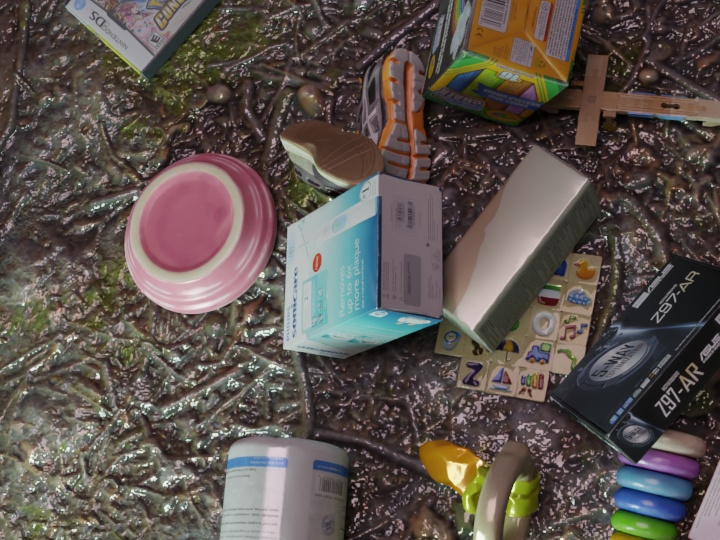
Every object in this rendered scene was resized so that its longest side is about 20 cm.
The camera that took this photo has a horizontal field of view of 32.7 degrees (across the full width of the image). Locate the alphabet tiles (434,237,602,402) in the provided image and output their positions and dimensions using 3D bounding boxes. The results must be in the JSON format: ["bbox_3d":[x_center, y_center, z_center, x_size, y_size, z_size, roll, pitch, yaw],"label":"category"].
[{"bbox_3d":[0.171,0.038,1.336,0.165,0.006,0.202,7,75,22],"label":"alphabet tiles"}]

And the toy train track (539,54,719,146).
[{"bbox_3d":[0.297,-0.177,1.351,0.198,0.033,0.116,7,68,15],"label":"toy train track"}]

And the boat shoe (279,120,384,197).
[{"bbox_3d":[-0.027,-0.117,1.389,0.072,0.065,0.200,-30,33,-19],"label":"boat shoe"}]

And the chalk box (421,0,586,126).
[{"bbox_3d":[0.149,-0.245,1.354,0.123,0.200,0.126,15,78,-10],"label":"chalk box"}]

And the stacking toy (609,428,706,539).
[{"bbox_3d":[0.278,0.254,1.194,0.085,0.085,0.202,10,83,22],"label":"stacking toy"}]

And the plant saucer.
[{"bbox_3d":[-0.199,-0.051,1.472,0.199,0.051,0.202,-6,70,18],"label":"plant saucer"}]

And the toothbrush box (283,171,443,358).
[{"bbox_3d":[0.000,0.000,1.309,0.200,0.085,0.148,-25,59,56],"label":"toothbrush box"}]

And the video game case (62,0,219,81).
[{"bbox_3d":[-0.272,-0.375,1.617,0.181,0.025,0.200,41,89,26],"label":"video game case"}]

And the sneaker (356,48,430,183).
[{"bbox_3d":[0.031,-0.151,1.419,0.077,0.078,0.202,-7,74,48],"label":"sneaker"}]

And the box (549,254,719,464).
[{"bbox_3d":[0.290,0.081,1.201,0.043,0.160,0.200,41,90,-13],"label":"box"}]

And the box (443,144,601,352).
[{"bbox_3d":[0.163,-0.022,1.304,0.078,0.095,0.200,36,85,26],"label":"box"}]

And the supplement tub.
[{"bbox_3d":[-0.082,0.282,1.277,0.131,0.132,0.202,-1,72,19],"label":"supplement tub"}]

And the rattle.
[{"bbox_3d":[0.093,0.256,1.205,0.142,0.131,0.201,21,57,12],"label":"rattle"}]

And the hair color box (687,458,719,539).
[{"bbox_3d":[0.422,0.247,1.148,0.199,0.064,0.112,22,80,26],"label":"hair color box"}]
